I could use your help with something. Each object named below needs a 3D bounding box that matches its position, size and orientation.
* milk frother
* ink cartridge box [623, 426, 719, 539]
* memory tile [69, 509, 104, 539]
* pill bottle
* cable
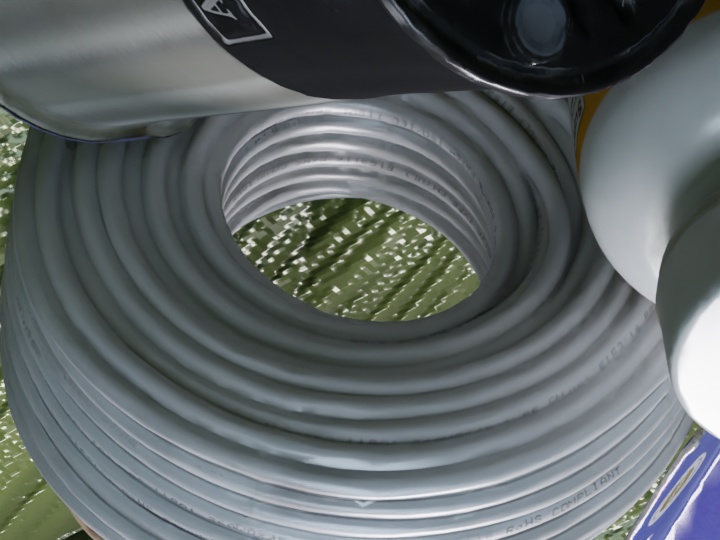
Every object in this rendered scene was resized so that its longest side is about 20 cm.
[{"bbox_3d":[0.015,-0.130,0.672,0.199,0.182,0.188,-10,-174,-36],"label":"milk frother"},{"bbox_3d":[0.130,0.068,0.864,0.043,0.200,0.197,36,138,12],"label":"ink cartridge box"},{"bbox_3d":[-0.038,0.088,0.888,0.017,0.200,0.154,-36,149,-27],"label":"memory tile"},{"bbox_3d":[0.107,-0.056,0.700,0.112,0.201,0.113,-2,139,-2],"label":"pill bottle"},{"bbox_3d":[0.000,0.000,0.756,0.199,0.200,0.069,20,140,9],"label":"cable"}]
